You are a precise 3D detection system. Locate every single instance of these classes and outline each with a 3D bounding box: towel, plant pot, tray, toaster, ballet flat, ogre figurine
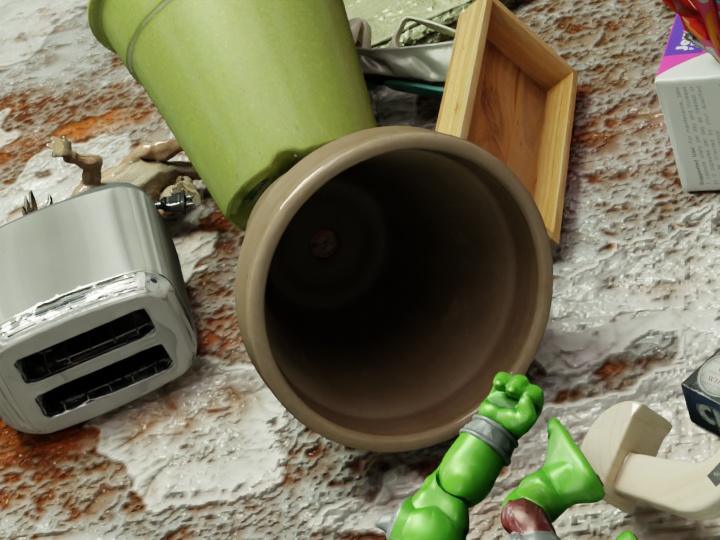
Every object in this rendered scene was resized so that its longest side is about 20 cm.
[{"bbox_3d":[0.042,-0.230,1.506,0.200,0.037,0.148,-30,37,-10],"label":"towel"},{"bbox_3d":[0.000,0.000,1.147,0.200,0.201,0.175,-32,20,-12],"label":"plant pot"},{"bbox_3d":[0.103,-0.104,1.266,0.037,0.099,0.200,-37,26,35],"label":"tray"},{"bbox_3d":[-0.196,0.027,1.254,0.199,0.114,0.129,-22,41,-2],"label":"toaster"},{"bbox_3d":[-0.073,-0.136,1.284,0.199,0.200,0.191,-23,70,-1],"label":"plant pot"},{"bbox_3d":[0.016,-0.169,1.396,0.199,0.067,0.064,6,87,16],"label":"ballet flat"},{"bbox_3d":[0.088,0.160,0.946,0.120,0.098,0.201,-30,81,-1],"label":"ogre figurine"}]

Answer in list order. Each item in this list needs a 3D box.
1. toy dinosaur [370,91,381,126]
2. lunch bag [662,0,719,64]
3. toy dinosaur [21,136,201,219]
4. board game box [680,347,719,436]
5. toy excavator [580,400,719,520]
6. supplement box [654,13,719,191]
[{"bbox_3d":[-0.029,-0.099,1.378,0.200,0.048,0.088,20,58,39],"label":"toy dinosaur"},{"bbox_3d":[0.250,-0.215,1.079,0.176,0.200,0.082,-25,43,-2],"label":"lunch bag"},{"bbox_3d":[-0.188,-0.054,1.381,0.199,0.086,0.136,-21,-11,-30],"label":"toy dinosaur"},{"bbox_3d":[0.301,0.073,1.002,0.135,0.035,0.200,-39,40,-20],"label":"board game box"},{"bbox_3d":[0.226,0.090,0.933,0.200,0.100,0.195,-48,40,10],"label":"toy excavator"},{"bbox_3d":[0.310,-0.124,1.184,0.199,0.104,0.101,-3,42,27],"label":"supplement box"}]
